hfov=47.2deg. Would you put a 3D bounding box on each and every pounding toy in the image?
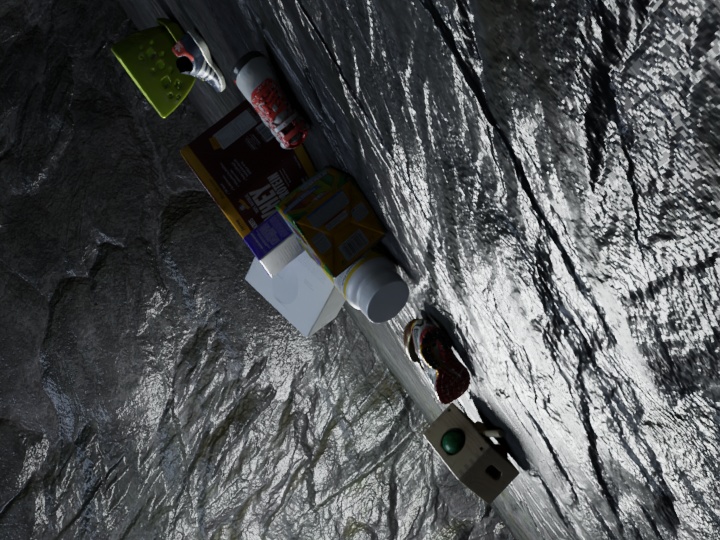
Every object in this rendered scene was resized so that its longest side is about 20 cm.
[{"bbox_3d":[0.256,0.389,1.817,0.200,0.142,0.184,44,-178,-41],"label":"pounding toy"}]

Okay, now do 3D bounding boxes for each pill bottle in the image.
[{"bbox_3d":[0.000,0.000,1.546,0.200,0.113,0.115,48,173,39],"label":"pill bottle"}]

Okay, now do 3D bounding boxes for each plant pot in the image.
[{"bbox_3d":[-0.529,-0.553,2.197,0.202,0.180,0.199,56,172,-30],"label":"plant pot"}]

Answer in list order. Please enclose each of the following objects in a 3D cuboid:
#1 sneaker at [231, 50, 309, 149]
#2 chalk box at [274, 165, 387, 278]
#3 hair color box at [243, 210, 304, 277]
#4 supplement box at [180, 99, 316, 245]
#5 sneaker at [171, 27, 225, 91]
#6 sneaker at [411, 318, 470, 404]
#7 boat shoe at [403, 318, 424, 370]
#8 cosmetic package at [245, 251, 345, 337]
[{"bbox_3d":[-0.136,-0.266,1.320,0.108,0.067,0.202,50,177,14],"label":"sneaker"},{"bbox_3d":[-0.060,-0.093,1.431,0.125,0.124,0.200,55,173,-23],"label":"chalk box"},{"bbox_3d":[-0.125,-0.085,1.609,0.065,0.198,0.110,51,174,18],"label":"hair color box"},{"bbox_3d":[-0.220,-0.207,1.666,0.198,0.199,0.133,49,174,33],"label":"supplement box"},{"bbox_3d":[-0.388,-0.483,1.955,0.075,0.084,0.201,49,173,28],"label":"sneaker"},{"bbox_3d":[0.153,0.171,1.579,0.082,0.077,0.203,51,165,57],"label":"sneaker"},{"bbox_3d":[0.114,0.142,1.670,0.068,0.072,0.201,47,174,26],"label":"boat shoe"},{"bbox_3d":[-0.115,-0.010,1.762,0.199,0.122,0.202,42,130,13],"label":"cosmetic package"}]
